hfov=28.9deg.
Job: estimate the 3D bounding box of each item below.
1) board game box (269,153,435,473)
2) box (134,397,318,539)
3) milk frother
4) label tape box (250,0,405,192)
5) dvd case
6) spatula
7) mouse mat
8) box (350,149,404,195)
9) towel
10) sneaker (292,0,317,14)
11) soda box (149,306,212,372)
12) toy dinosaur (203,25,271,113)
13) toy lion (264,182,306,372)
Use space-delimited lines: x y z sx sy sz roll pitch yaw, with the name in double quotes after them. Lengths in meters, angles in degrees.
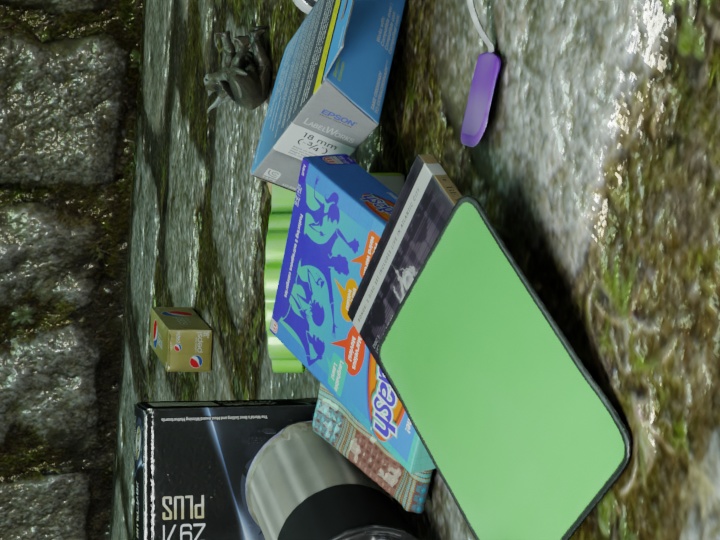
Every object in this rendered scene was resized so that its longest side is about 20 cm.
0.012 0.026 1.014 0.200 0.045 0.153 40 127 44 "board game box"
-0.102 0.200 1.259 0.086 0.198 0.165 177 94 -74 "box"
-0.059 0.244 1.114 0.188 0.198 0.182 -130 38 -66 "milk frother"
-0.013 -0.167 1.116 0.200 0.063 0.145 -44 29 56 "label tape box"
0.063 0.048 0.886 0.201 0.016 0.149 57 140 33 "dvd case"
0.078 -0.184 0.935 0.057 0.020 0.202 -135 41 -75 "spatula"
0.079 0.076 0.845 0.201 0.007 0.161 60 140 31 "mouse mat"
0.000 0.000 1.179 0.122 0.047 0.202 173 97 -73 "box"
0.018 0.064 1.066 0.146 0.022 0.202 33 120 48 "towel"
-0.034 -0.343 1.271 0.115 0.075 0.202 139 124 -69 "sneaker"
-0.274 0.102 2.119 0.200 0.067 0.065 -153 65 -72 "soda box"
-0.132 -0.231 1.649 0.200 0.076 0.103 -145 45 -65 "toy dinosaur"
-0.059 -0.013 1.243 0.192 0.068 0.202 -34 -57 -84 "toy lion"
